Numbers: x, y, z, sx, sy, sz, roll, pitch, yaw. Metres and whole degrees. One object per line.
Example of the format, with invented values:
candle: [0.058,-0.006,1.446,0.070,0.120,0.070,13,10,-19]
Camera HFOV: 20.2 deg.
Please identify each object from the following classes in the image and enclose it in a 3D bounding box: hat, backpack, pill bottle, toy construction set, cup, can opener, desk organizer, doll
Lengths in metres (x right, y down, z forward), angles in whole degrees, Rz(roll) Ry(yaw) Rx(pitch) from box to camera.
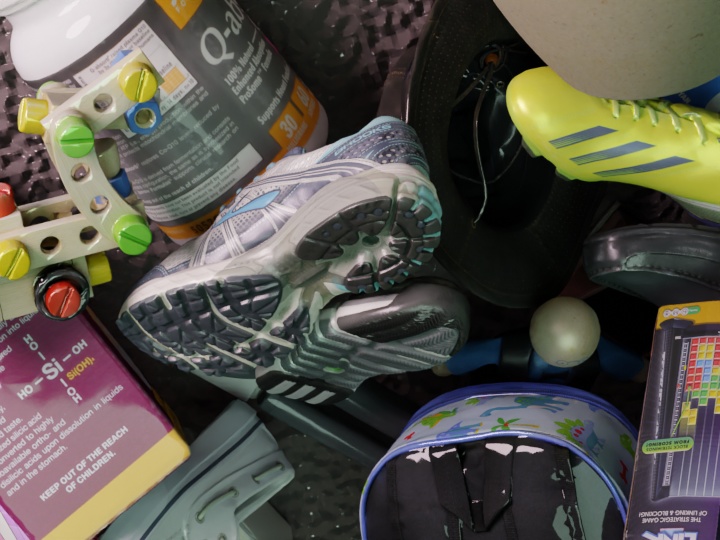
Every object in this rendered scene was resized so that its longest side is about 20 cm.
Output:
hat: [0.061,-0.074,1.152,0.080,0.201,0.202,1,127,39]
backpack: [0.095,0.165,1.153,0.182,0.147,0.201,-7,107,23]
pill bottle: [-0.117,-0.117,1.101,0.116,0.117,0.200,-35,117,12]
toy construction set: [-0.189,-0.037,1.018,0.198,0.092,0.132,-8,118,-1]
cup: [0.143,-0.176,1.052,0.199,0.201,0.144,-15,121,2]
can opener: [-0.040,0.077,1.238,0.199,0.067,0.053,30,112,-13]
desk organizer: [0.218,0.050,1.246,0.199,0.077,0.072,32,110,-20]
doll: [0.107,0.064,1.200,0.135,0.049,0.200,0,155,-6]

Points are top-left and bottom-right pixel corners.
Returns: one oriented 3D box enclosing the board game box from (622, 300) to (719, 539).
board game box: [0.215,0.137,1.121,0.056,0.166,0.200,-7,147,30]

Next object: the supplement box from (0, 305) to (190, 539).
supplement box: [-0.196,0.049,1.134,0.103,0.131,0.200,-39,99,-4]

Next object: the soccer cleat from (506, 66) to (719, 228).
soccer cleat: [0.172,-0.074,1.123,0.199,0.065,0.084,22,146,-25]

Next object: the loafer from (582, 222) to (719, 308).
loafer: [0.213,0.019,1.152,0.199,0.068,0.071,13,77,-27]

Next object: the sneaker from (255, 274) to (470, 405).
sneaker: [0.000,0.000,1.129,0.075,0.116,0.200,18,159,-24]

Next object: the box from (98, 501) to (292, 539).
box: [-0.142,0.211,1.298,0.199,0.069,0.082,-34,116,11]

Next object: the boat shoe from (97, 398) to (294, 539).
boat shoe: [-0.098,0.146,1.172,0.067,0.200,0.074,42,132,2]

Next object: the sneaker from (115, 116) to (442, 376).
sneaker: [-0.041,-0.013,1.062,0.199,0.087,0.078,-25,131,25]

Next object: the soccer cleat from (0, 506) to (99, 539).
soccer cleat: [-0.205,0.173,1.232,0.199,0.067,0.077,23,78,11]

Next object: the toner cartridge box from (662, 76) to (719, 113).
toner cartridge box: [0.238,-0.107,1.185,0.095,0.043,0.200,-42,114,14]
